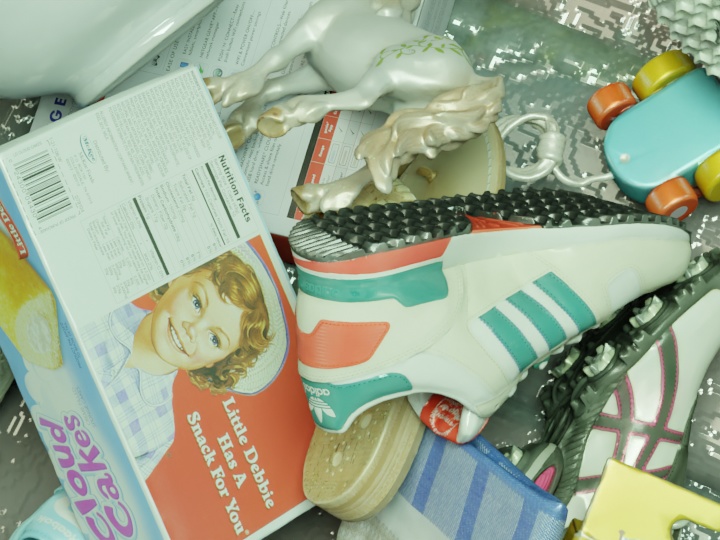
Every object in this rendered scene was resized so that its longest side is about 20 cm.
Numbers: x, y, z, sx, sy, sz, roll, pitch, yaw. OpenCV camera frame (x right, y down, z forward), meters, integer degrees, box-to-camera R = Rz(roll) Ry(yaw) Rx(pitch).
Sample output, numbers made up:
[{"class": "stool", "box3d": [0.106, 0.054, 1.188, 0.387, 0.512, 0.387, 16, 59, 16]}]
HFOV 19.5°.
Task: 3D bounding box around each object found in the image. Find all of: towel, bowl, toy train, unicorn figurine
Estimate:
[{"class": "towel", "box3d": [0.012, 0.162, 0.878, 0.147, 0.024, 0.202, 35, 105, 61]}, {"class": "bowl", "box3d": [-0.117, -0.137, 0.951, 0.201, 0.201, 0.091, -38, 97, 0]}, {"class": "toy train", "box3d": [0.143, -0.113, 0.991, 0.149, 0.056, 0.202, 18, 76, 20]}, {"class": "unicorn figurine", "box3d": [-0.004, -0.100, 0.946, 0.137, 0.074, 0.200, -33, 54, -15]}]

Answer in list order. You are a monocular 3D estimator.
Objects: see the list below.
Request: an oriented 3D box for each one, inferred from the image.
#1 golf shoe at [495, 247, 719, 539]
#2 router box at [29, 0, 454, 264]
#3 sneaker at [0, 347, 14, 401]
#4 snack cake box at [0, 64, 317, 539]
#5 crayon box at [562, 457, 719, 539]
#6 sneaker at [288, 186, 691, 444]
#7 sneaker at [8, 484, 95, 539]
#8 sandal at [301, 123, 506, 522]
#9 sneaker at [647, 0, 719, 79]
[{"class": "golf shoe", "box3d": [0.117, 0.077, 0.937, 0.088, 0.077, 0.200, 42, 82, -6]}, {"class": "router box", "box3d": [-0.054, -0.114, 1.037, 0.178, 0.049, 0.202, 14, 77, 17]}, {"class": "sneaker", "box3d": [-0.199, 0.005, 1.004, 0.111, 0.077, 0.201, 41, 107, 18]}, {"class": "snack cake box", "box3d": [-0.090, 0.026, 0.923, 0.115, 0.067, 0.202, -28, 99, -38]}, {"class": "crayon box", "box3d": [0.120, 0.191, 0.866, 0.126, 0.051, 0.202, 23, 91, 3]}, {"class": "sneaker", "box3d": [0.054, 0.020, 0.879, 0.070, 0.198, 0.094, 20, 111, 51]}, {"class": "sneaker", "box3d": [-0.114, 0.119, 0.960, 0.073, 0.082, 0.201, 24, 76, 17]}, {"class": "sandal", "box3d": [0.004, -0.001, 0.918, 0.077, 0.069, 0.213, -17, 49, 47]}, {"class": "sneaker", "box3d": [0.221, -0.091, 0.917, 0.200, 0.069, 0.100, 46, 67, -18]}]
